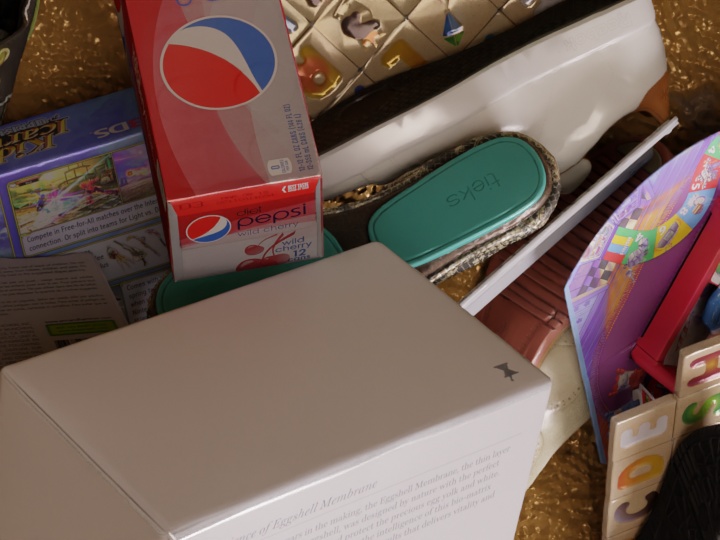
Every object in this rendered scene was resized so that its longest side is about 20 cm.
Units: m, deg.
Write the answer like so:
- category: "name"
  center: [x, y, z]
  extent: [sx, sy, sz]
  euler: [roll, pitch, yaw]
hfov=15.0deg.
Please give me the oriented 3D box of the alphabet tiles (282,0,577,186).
- category: "alphabet tiles"
  center: [0.033, -0.133, 1.308]
  extent: [0.200, 0.006, 0.167]
  euler: [42, 92, -23]

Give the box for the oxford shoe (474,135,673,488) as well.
- category: "oxford shoe"
  center: [0.100, 0.025, 1.353]
  extent: [0.074, 0.071, 0.200]
  euler: [28, 101, -43]

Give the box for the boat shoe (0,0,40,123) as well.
- category: "boat shoe"
  center: [-0.181, -0.117, 1.222]
  extent: [0.071, 0.061, 0.202]
  euler: [7, 104, -19]

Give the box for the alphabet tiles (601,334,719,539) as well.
- category: "alphabet tiles"
  center: [0.196, 0.084, 1.358]
  extent: [0.167, 0.008, 0.200]
  euler: [-20, 144, -14]

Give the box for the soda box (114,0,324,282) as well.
- category: "soda box"
  center: [-0.067, -0.097, 1.188]
  extent: [0.070, 0.201, 0.064]
  euler: [-10, 148, -7]

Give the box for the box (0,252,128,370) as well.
- category: "box"
  center: [-0.167, 0.105, 1.215]
  extent: [0.112, 0.101, 0.201]
  euler: [-4, 123, -21]

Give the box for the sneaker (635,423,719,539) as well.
- category: "sneaker"
  center: [0.195, 0.136, 1.358]
  extent: [0.104, 0.060, 0.200]
  euler: [-2, 144, -19]

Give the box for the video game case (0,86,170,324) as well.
- category: "video game case"
  center: [-0.146, 0.018, 1.260]
  extent: [0.199, 0.045, 0.182]
  euler: [-17, 127, -11]

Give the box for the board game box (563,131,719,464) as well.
- category: "board game box"
  center: [0.181, 0.021, 1.334]
  extent: [0.158, 0.039, 0.200]
  euler: [-33, 138, -16]

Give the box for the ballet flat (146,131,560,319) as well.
- category: "ballet flat"
  center: [0.000, 0.000, 1.248]
  extent: [0.199, 0.075, 0.068]
  euler: [-24, 72, -9]

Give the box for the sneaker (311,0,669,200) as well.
- category: "sneaker"
  center: [0.060, -0.061, 1.295]
  extent: [0.199, 0.073, 0.085]
  euler: [-23, 109, -10]

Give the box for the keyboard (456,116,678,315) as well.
- category: "keyboard"
  center: [0.070, -0.003, 1.272]
  extent: [0.200, 0.056, 0.011]
  euler: [-41, 82, -14]

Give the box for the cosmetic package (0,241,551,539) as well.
- category: "cosmetic package"
  center: [-0.046, 0.120, 1.143]
  extent: [0.199, 0.123, 0.201]
  euler: [-19, 135, -37]
